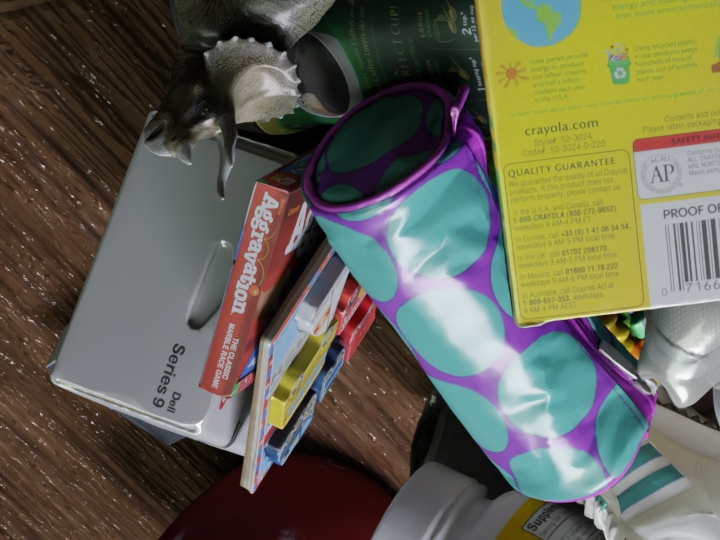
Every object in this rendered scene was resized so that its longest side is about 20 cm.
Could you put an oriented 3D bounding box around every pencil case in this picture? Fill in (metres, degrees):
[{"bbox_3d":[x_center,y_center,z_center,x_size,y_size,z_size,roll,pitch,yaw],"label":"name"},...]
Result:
[{"bbox_3d":[0.058,0.011,1.178,0.092,0.085,0.200,-21,123,29],"label":"pencil case"}]

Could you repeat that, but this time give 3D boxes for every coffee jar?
[{"bbox_3d":[0.011,-0.115,1.200,0.199,0.085,0.104,3,133,27],"label":"coffee jar"}]

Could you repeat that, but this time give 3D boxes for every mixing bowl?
[{"bbox_3d":[-0.037,0.189,1.672,0.200,0.109,0.200,16,147,11],"label":"mixing bowl"}]

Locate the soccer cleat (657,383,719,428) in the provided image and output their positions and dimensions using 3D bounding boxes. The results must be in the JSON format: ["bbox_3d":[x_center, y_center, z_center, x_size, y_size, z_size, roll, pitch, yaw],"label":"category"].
[{"bbox_3d":[0.244,0.085,1.327,0.200,0.078,0.069,21,118,21],"label":"soccer cleat"}]

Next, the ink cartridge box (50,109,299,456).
[{"bbox_3d":[-0.076,0.012,1.325,0.084,0.146,0.200,19,174,9],"label":"ink cartridge box"}]

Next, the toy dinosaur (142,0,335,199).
[{"bbox_3d":[-0.042,-0.139,1.141,0.102,0.200,0.077,32,-177,16],"label":"toy dinosaur"}]

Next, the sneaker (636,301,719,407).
[{"bbox_3d":[0.167,0.007,1.202,0.076,0.200,0.092,32,108,14],"label":"sneaker"}]

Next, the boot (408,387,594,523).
[{"bbox_3d":[0.126,0.145,1.481,0.200,0.073,0.182,32,-171,-12],"label":"boot"}]

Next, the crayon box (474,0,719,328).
[{"bbox_3d":[0.111,-0.085,1.027,0.127,0.051,0.201,-6,110,3],"label":"crayon box"}]

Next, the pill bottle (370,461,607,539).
[{"bbox_3d":[0.104,0.188,1.383,0.200,0.114,0.114,26,151,17],"label":"pill bottle"}]

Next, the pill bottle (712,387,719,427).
[{"bbox_3d":[0.272,0.037,1.205,0.112,0.113,0.200,38,123,-25],"label":"pill bottle"}]

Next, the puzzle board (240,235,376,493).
[{"bbox_3d":[0.000,0.000,1.274,0.017,0.200,0.151,27,150,9],"label":"puzzle board"}]

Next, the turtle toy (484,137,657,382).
[{"bbox_3d":[0.105,-0.011,1.286,0.145,0.101,0.200,-1,142,33],"label":"turtle toy"}]

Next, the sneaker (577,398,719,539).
[{"bbox_3d":[0.140,0.119,1.329,0.199,0.093,0.070,20,156,36],"label":"sneaker"}]

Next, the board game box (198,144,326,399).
[{"bbox_3d":[-0.024,-0.012,1.254,0.019,0.200,0.103,19,108,12],"label":"board game box"}]

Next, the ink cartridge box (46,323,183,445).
[{"bbox_3d":[-0.102,0.044,1.561,0.099,0.039,0.200,34,146,-18],"label":"ink cartridge box"}]
